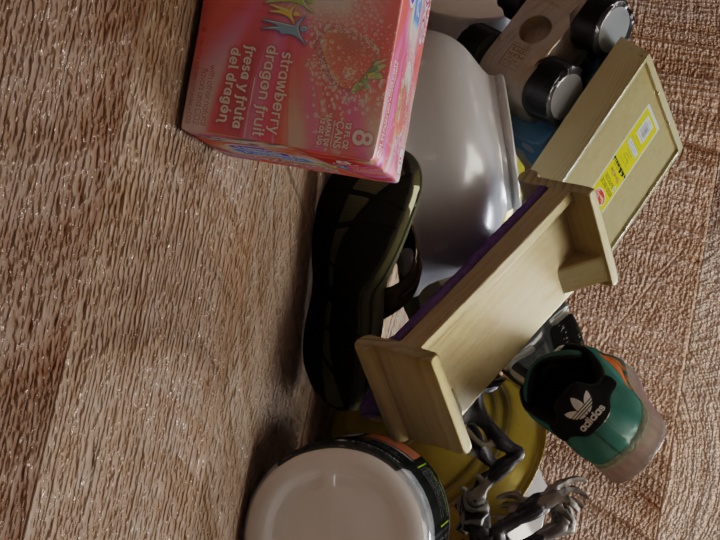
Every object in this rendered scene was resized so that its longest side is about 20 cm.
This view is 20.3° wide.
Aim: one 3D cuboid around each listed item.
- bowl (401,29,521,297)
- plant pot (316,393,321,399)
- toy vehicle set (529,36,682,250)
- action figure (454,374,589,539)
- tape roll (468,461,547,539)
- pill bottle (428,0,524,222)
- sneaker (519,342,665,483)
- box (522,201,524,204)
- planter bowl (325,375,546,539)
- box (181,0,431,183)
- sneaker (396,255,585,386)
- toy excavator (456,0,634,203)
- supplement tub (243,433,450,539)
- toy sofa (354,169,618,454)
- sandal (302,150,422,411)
[{"bbox_3d":[0.065,-0.085,1.432,0.201,0.090,0.203,-7,90,-87],"label":"bowl"},{"bbox_3d":[0.000,0.000,1.513,0.200,0.027,0.202,10,90,-83],"label":"plant pot"},{"bbox_3d":[0.191,-0.084,1.537,0.125,0.026,0.200,-55,157,-5],"label":"toy vehicle set"},{"bbox_3d":[0.111,0.173,1.411,0.119,0.101,0.201,120,-45,-73],"label":"action figure"},{"bbox_3d":[0.050,0.198,1.548,0.037,0.202,0.204,50,38,-32],"label":"tape roll"},{"bbox_3d":[0.080,-0.119,1.615,0.113,0.111,0.202,-64,159,-64],"label":"pill bottle"},{"bbox_3d":[0.147,0.078,1.378,0.071,0.080,0.200,-48,-166,2],"label":"sneaker"},{"bbox_3d":[0.145,-0.086,1.822,0.160,0.198,0.045,75,26,-70],"label":"box"},{"bbox_3d":[0.035,0.127,1.529,0.084,0.199,0.201,55,34,-32],"label":"planter bowl"},{"bbox_3d":[-0.015,-0.151,0.954,0.103,0.094,0.202,26,74,-81],"label":"box"},{"bbox_3d":[0.095,0.038,1.562,0.075,0.200,0.116,-30,158,-24],"label":"sneaker"},{"bbox_3d":[0.142,-0.105,1.539,0.195,0.100,0.200,-53,143,-12],"label":"toy excavator"},{"bbox_3d":[-0.004,0.171,1.343,0.200,0.122,0.124,23,77,-81],"label":"supplement tub"},{"bbox_3d":[0.077,0.023,1.340,0.200,0.097,0.083,-44,130,-32],"label":"toy sofa"},{"bbox_3d":[0.007,0.002,1.342,0.057,0.080,0.202,-13,132,-33],"label":"sandal"}]
